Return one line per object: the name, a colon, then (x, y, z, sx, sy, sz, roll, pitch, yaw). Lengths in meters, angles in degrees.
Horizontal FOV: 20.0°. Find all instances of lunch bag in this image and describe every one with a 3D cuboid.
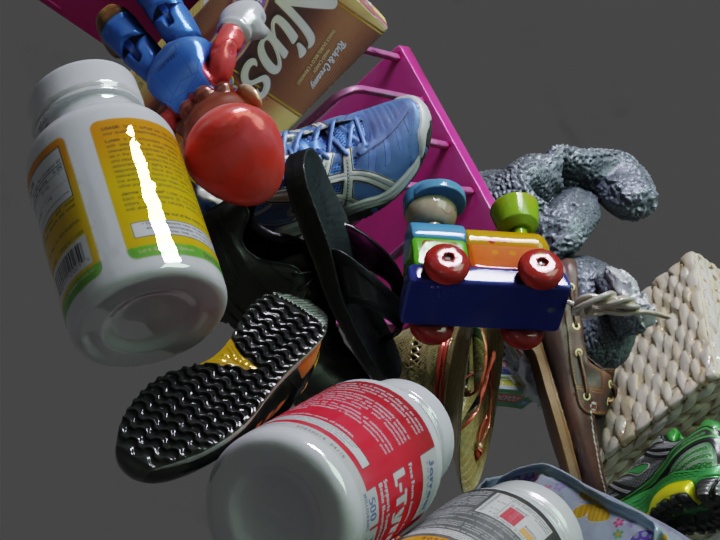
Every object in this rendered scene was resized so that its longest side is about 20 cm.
lunch bag: (0.192, 0.244, 1.604, 0.169, 0.128, 0.200, 36, -4, -37)

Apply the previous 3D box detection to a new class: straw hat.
straw hat: (0.058, 0.083, 1.632, 0.084, 0.203, 0.201, 8, 24, 12)

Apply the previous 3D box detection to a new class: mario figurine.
mario figurine: (-0.113, -0.124, 1.508, 0.105, 0.124, 0.201, -14, 57, -32)

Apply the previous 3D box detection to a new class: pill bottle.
pill bottle: (0.081, 0.219, 1.430, 0.117, 0.116, 0.200, 54, 27, 7)
pill bottle: (-0.169, -0.044, 1.411, 0.111, 0.111, 0.201, 20, 39, -46)
pill bottle: (-0.013, 0.138, 1.386, 0.113, 0.112, 0.200, 54, 27, 6)

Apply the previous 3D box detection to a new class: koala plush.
koala plush: (0.175, 0.011, 1.785, 0.183, 0.177, 0.201, 7, 49, -40)

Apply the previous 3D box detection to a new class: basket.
basket: (0.300, 0.123, 1.857, 0.160, 0.198, 0.201, 37, 30, -22)

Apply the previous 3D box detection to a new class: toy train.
toy train: (0.126, -0.009, 1.529, 0.198, 0.085, 0.116, 3, 49, -8)

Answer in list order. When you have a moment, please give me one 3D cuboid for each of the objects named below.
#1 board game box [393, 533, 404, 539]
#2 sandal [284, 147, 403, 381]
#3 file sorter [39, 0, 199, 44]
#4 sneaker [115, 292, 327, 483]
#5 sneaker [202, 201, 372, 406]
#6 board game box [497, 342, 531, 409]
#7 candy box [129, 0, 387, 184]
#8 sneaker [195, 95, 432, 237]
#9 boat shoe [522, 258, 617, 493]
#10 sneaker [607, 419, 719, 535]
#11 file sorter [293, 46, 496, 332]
board game box: (-0.004, 0.208, 1.460, 0.200, 0.019, 0.103, 38, 28, -26)
sandal: (0.000, 0.000, 1.520, 0.076, 0.048, 0.202, -77, 148, -58)
file sorter: (-0.152, -0.254, 1.679, 0.199, 0.139, 0.126, 33, 30, -32)
sneaker: (-0.092, 0.101, 1.399, 0.070, 0.090, 0.200, 29, 45, 21)
sneaker: (-0.054, 0.028, 1.530, 0.200, 0.091, 0.076, 44, 25, -17)
board game box: (0.074, 0.028, 1.805, 0.134, 0.029, 0.201, 10, 47, -55)
candy box: (-0.088, -0.162, 1.588, 0.117, 0.200, 0.057, 44, 11, -14)
sneaker: (-0.036, -0.075, 1.554, 0.076, 0.199, 0.077, 62, 4, 35)
boat shoe: (0.176, 0.090, 1.680, 0.070, 0.070, 0.202, 153, -79, -86)
sneaker: (0.254, 0.185, 1.713, 0.078, 0.200, 0.086, 28, 57, -21)
file sorter: (0.001, -0.069, 1.676, 0.125, 0.139, 0.201, 3, 53, -53)
